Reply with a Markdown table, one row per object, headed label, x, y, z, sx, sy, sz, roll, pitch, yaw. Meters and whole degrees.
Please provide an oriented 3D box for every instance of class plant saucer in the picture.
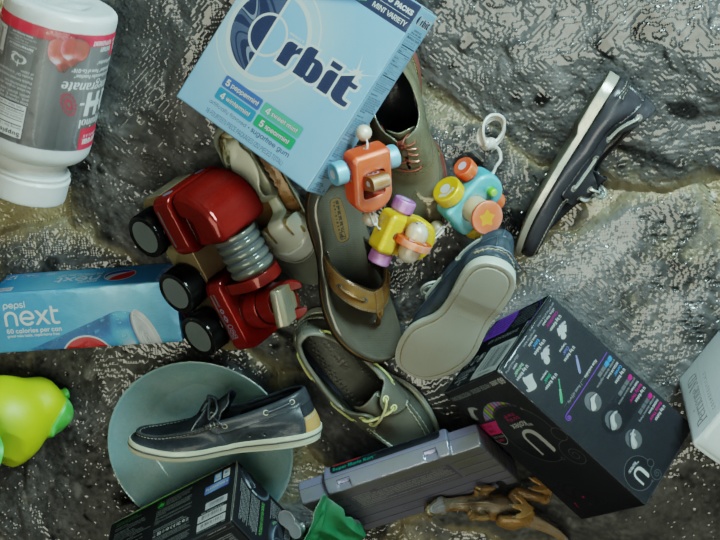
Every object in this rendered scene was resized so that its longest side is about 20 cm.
| label | x | y | z | sx | sy | sz | roll | pitch | yaw |
| --- | --- | --- | --- | --- | --- | --- | --- | --- | --- |
| plant saucer | -0.168 | 0.184 | 1.684 | 0.200 | 0.039 | 0.202 | 2 | 108 | 7 |

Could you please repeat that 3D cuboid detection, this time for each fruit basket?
| label | x | y | z | sx | sy | sz | roll | pitch | yaw |
| --- | --- | --- | --- | --- | --- | --- | --- | --- | --- |
| fruit basket | -0.410 | 0.174 | 1.655 | 0.215 | 0.216 | 0.156 | 27 | 110 | -3 |

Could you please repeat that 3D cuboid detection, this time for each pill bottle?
| label | x | y | z | sx | sy | sz | roll | pitch | yaw |
| --- | --- | --- | --- | --- | --- | --- | --- | --- | --- |
| pill bottle | -0.309 | -0.168 | 1.543 | 0.110 | 0.111 | 0.201 | 16 | 110 | 1 |

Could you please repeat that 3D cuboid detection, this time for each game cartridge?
| label | x | y | z | sx | sy | sz | roll | pitch | yaw |
| --- | --- | --- | --- | --- | --- | --- | --- | --- | --- |
| game cartridge | 0.049 | 0.215 | 1.628 | 0.199 | 0.038 | 0.130 | -20 | 145 | 15 |

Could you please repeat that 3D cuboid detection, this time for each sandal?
| label | x | y | z | sx | sy | sz | roll | pitch | yaw |
| --- | --- | --- | --- | --- | --- | --- | --- | --- | --- |
| sandal | 0.000 | 0.000 | 1.577 | 0.055 | 0.082 | 0.201 | 4 | 109 | 54 |

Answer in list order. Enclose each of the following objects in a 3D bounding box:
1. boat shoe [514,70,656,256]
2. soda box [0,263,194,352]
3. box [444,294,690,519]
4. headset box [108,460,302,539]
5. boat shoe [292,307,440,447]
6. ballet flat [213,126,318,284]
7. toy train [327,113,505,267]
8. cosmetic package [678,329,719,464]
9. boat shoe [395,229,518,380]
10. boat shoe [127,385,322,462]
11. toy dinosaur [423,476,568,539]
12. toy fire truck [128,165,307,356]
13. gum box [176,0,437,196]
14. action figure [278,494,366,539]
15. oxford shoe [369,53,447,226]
| label | x | y | z | sx | sy | sz | roll | pitch | yaw |
| --- | --- | --- | --- | --- | --- | --- | --- | --- | --- |
| boat shoe | 0.215 | -0.091 | 1.525 | 0.063 | 0.073 | 0.200 | 29 | 105 | 0 |
| soda box | -0.277 | 0.039 | 1.635 | 0.199 | 0.064 | 0.068 | -4 | 108 | 9 |
| box | 0.204 | 0.139 | 1.561 | 0.200 | 0.106 | 0.122 | 42 | 153 | -8 |
| headset box | -0.141 | 0.324 | 1.668 | 0.174 | 0.093 | 0.200 | -29 | 120 | 20 |
| boat shoe | 0.005 | 0.127 | 1.631 | 0.072 | 0.060 | 0.202 | -40 | 100 | 18 |
| ballet flat | -0.091 | -0.065 | 1.576 | 0.067 | 0.064 | 0.200 | -24 | 104 | 13 |
| toy train | 0.067 | -0.074 | 1.499 | 0.199 | 0.056 | 0.151 | -15 | 124 | -26 |
| cosmetic package | 0.434 | 0.107 | 1.515 | 0.165 | 0.165 | 0.200 | 34 | 108 | -5 |
| boat shoe | 0.094 | 0.034 | 1.560 | 0.075 | 0.062 | 0.200 | 22 | 136 | -6 |
| boat shoe | -0.140 | 0.154 | 1.614 | 0.199 | 0.075 | 0.062 | -8 | 103 | 5 |
| toy dinosaur | 0.166 | 0.253 | 1.648 | 0.199 | 0.061 | 0.106 | 20 | 149 | -14 |
| toy fire truck | -0.116 | -0.006 | 1.514 | 0.200 | 0.129 | 0.176 | -9 | 113 | 47 |
| gum box | -0.053 | -0.200 | 1.484 | 0.170 | 0.045 | 0.200 | 37 | 99 | 20 |
| action figure | -0.041 | 0.277 | 1.597 | 0.055 | 0.200 | 0.118 | 35 | 92 | 23 |
| oxford shoe | 0.039 | -0.120 | 1.535 | 0.070 | 0.075 | 0.201 | -13 | 107 | 10 |
